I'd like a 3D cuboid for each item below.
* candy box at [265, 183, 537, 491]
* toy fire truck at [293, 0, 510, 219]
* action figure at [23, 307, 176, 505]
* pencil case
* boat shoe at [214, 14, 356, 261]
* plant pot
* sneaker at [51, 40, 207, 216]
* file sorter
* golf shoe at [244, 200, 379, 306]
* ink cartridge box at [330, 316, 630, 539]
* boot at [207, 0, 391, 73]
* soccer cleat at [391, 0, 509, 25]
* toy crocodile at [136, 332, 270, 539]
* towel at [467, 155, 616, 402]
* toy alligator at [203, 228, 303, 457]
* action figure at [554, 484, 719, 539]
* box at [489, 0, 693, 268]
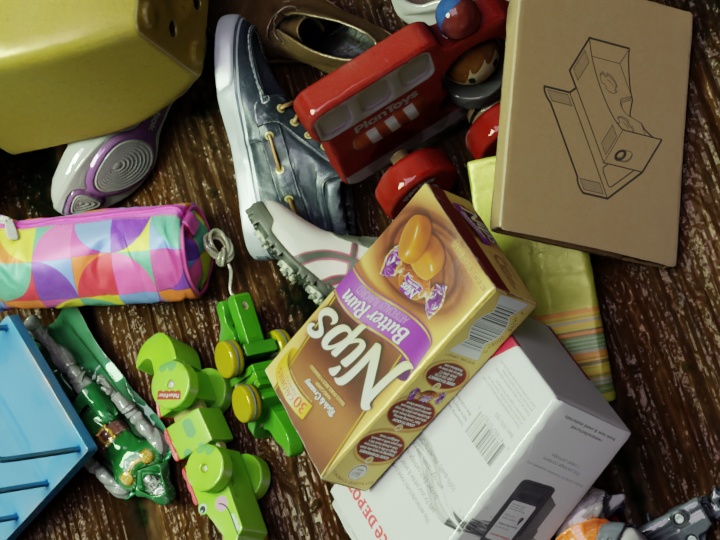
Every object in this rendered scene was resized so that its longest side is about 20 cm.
[{"bbox_3d":[0.026,0.051,1.513,0.200,0.056,0.117,-50,47,20],"label":"candy box"},{"bbox_3d":[0.052,-0.140,1.579,0.199,0.168,0.113,-31,69,-1],"label":"toy fire truck"},{"bbox_3d":[-0.220,0.123,1.705,0.200,0.055,0.118,42,96,21],"label":"action figure"},{"bbox_3d":[-0.222,-0.012,1.703,0.198,0.088,0.089,-3,77,11],"label":"pencil case"},{"bbox_3d":[-0.058,-0.113,1.671,0.090,0.071,0.202,-9,94,14],"label":"boat shoe"},{"bbox_3d":[-0.230,-0.216,1.634,0.198,0.194,0.198,-1,75,23],"label":"plant pot"},{"bbox_3d":[-0.209,-0.138,1.754,0.099,0.075,0.201,28,85,36],"label":"sneaker"},{"bbox_3d":[-0.341,0.155,1.677,0.200,0.122,0.139,-46,66,27],"label":"file sorter"},{"bbox_3d":[0.000,0.000,1.621,0.199,0.077,0.088,39,86,2],"label":"golf shoe"},{"bbox_3d":[0.084,0.143,1.516,0.201,0.083,0.146,-54,36,15],"label":"ink cartridge box"},{"bbox_3d":[-0.056,-0.204,1.696,0.199,0.075,0.074,21,89,26],"label":"boot"},{"bbox_3d":[0.116,-0.241,1.632,0.198,0.077,0.070,-19,72,17],"label":"soccer cleat"},{"bbox_3d":[-0.128,0.137,1.656,0.062,0.067,0.201,-34,66,23],"label":"toy crocodile"},{"bbox_3d":[0.138,0.008,1.577,0.085,0.018,0.202,-9,91,16],"label":"towel"},{"bbox_3d":[-0.093,0.066,1.667,0.054,0.059,0.201,-48,58,51],"label":"toy alligator"},{"bbox_3d":[0.214,0.229,1.483,0.199,0.105,0.194,-39,77,11],"label":"action figure"},{"bbox_3d":[0.176,-0.114,1.551,0.021,0.162,0.202,-14,68,61],"label":"box"}]
